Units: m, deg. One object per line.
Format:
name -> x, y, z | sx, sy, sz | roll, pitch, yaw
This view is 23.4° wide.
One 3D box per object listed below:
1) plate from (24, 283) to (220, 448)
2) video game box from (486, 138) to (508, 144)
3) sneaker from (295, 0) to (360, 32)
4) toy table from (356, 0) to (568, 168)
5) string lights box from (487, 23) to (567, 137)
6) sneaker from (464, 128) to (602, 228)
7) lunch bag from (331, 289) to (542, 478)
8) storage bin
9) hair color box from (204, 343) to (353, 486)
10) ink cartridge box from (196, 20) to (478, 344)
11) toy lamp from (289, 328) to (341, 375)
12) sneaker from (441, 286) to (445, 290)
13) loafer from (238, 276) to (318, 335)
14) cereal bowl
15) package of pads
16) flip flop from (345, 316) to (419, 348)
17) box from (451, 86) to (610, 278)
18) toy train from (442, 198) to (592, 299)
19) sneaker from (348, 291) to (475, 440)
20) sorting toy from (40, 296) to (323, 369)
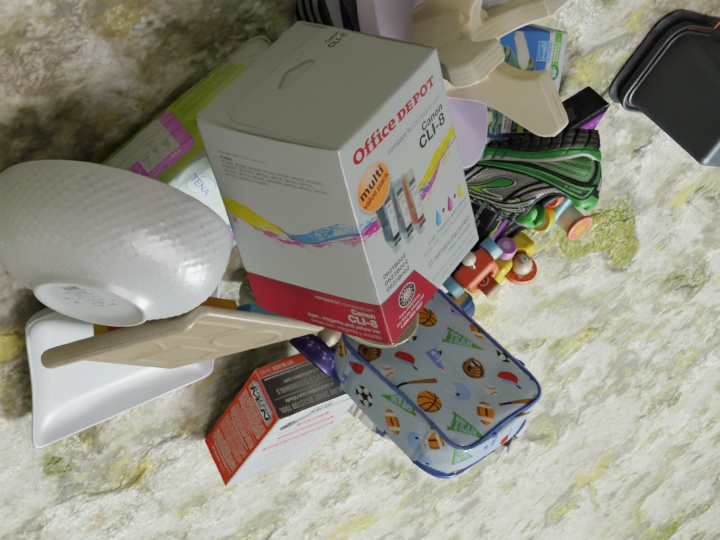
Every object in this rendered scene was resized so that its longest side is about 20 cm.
plate -> -0.227, 0.067, 1.648 | 0.199, 0.032, 0.200 | -22, 147, -24
video game box -> 0.040, -0.085, 1.713 | 0.200, 0.047, 0.182 | 6, 126, -50
sneaker -> 0.018, -0.164, 1.490 | 0.087, 0.074, 0.200 | -33, 121, -24
toy table -> 0.091, -0.186, 1.443 | 0.200, 0.117, 0.184 | 57, 44, -26
string lights box -> 0.097, -0.176, 1.597 | 0.200, 0.059, 0.103 | -6, 109, -43
sneaker -> 0.127, -0.079, 1.623 | 0.199, 0.086, 0.078 | -8, 178, 20
lunch bag -> 0.079, 0.109, 1.751 | 0.160, 0.200, 0.076 | -31, 157, -38
storage bin -> 0.393, -0.186, 1.859 | 0.200, 0.134, 0.146 | 1, 133, -49
hair color box -> -0.082, 0.151, 1.838 | 0.111, 0.064, 0.200 | -19, 163, -29
ink cartridge box -> -0.014, -0.073, 1.397 | 0.145, 0.144, 0.200 | -49, 138, -34
toy lamp -> 0.013, 0.008, 1.685 | 0.200, 0.058, 0.058 | -48, 151, -6
sneaker -> 0.055, 0.054, 1.868 | 0.200, 0.093, 0.070 | -39, 150, 3
loafer -> -0.048, 0.039, 1.756 | 0.200, 0.076, 0.068 | -1, 128, -47
cereal bowl -> -0.207, -0.010, 1.401 | 0.200, 0.199, 0.084 | 50, 48, -60
package of pads -> -0.121, -0.094, 1.503 | 0.200, 0.068, 0.155 | -40, 150, -2
flip flop -> 0.000, 0.000, 1.605 | 0.081, 0.058, 0.200 | -35, 127, -13
box -> 0.165, -0.089, 1.793 | 0.143, 0.036, 0.200 | -33, 159, -42
toy train -> 0.175, -0.030, 1.803 | 0.200, 0.056, 0.150 | -44, 167, -3
sneaker -> 0.071, 0.106, 1.946 | 0.200, 0.088, 0.075 | -46, -178, 24
sorting toy -> -0.158, 0.055, 1.563 | 0.185, 0.037, 0.200 | -15, 170, 33
